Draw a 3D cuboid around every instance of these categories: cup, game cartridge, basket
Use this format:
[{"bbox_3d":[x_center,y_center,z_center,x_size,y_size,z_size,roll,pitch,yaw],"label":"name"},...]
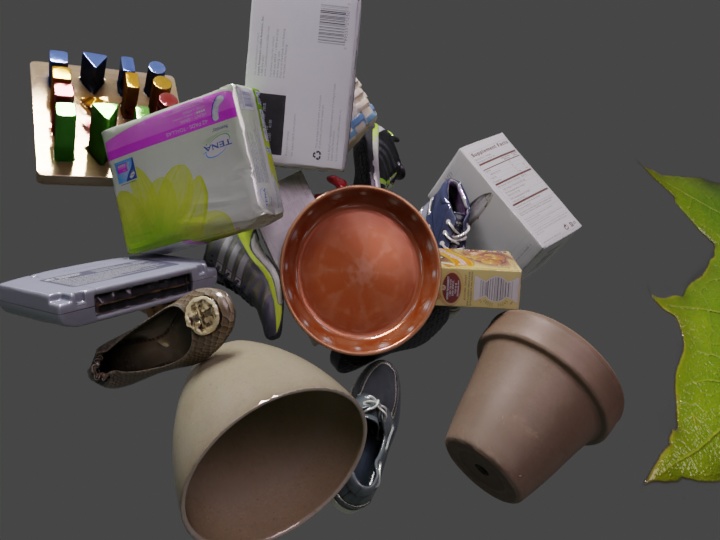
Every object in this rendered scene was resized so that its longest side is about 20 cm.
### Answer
[{"bbox_3d":[-0.111,0.155,0.722,0.197,0.204,0.143,-8,36,-31],"label":"cup"},{"bbox_3d":[-0.270,0.017,0.757,0.198,0.131,0.043,-17,105,-52],"label":"game cartridge"},{"bbox_3d":[-0.078,-0.256,1.024,0.138,0.176,0.201,-38,91,-13],"label":"basket"}]

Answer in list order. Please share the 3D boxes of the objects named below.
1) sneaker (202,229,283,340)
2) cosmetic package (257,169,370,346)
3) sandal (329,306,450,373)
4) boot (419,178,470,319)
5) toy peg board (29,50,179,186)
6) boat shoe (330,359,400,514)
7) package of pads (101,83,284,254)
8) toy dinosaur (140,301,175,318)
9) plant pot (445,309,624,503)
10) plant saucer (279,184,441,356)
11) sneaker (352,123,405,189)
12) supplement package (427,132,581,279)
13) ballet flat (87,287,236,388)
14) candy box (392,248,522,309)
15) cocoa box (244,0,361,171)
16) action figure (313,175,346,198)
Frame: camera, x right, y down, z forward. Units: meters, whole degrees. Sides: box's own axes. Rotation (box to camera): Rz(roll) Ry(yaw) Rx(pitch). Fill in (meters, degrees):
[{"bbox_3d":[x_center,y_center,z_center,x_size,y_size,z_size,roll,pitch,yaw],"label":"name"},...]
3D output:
[{"bbox_3d":[-0.154,0.003,0.884,0.080,0.074,0.202,-21,66,-19],"label":"sneaker"},{"bbox_3d":[-0.067,-0.014,0.886,0.081,0.051,0.203,-25,87,-7],"label":"cosmetic package"},{"bbox_3d":[0.039,0.072,0.924,0.197,0.076,0.048,-16,47,-35],"label":"sandal"},{"bbox_3d":[0.126,-0.037,1.033,0.071,0.091,0.204,9,53,-21],"label":"boot"},{"bbox_3d":[-0.325,-0.221,0.930,0.196,0.098,0.203,-1,57,-28],"label":"toy peg board"},{"bbox_3d":[0.016,0.184,0.833,0.072,0.062,0.202,27,49,-7],"label":"boat shoe"},{"bbox_3d":[-0.194,-0.108,0.813,0.068,0.196,0.158,-12,89,-69],"label":"package of pads"},{"bbox_3d":[-0.228,0.044,0.800,0.196,0.106,0.062,11,75,30],"label":"toy dinosaur"},{"bbox_3d":[0.195,0.180,0.867,0.200,0.201,0.175,42,67,7],"label":"plant pot"},{"bbox_3d":[0.000,0.000,0.851,0.195,0.032,0.206,1,85,-6],"label":"plant saucer"},{"bbox_3d":[0.036,-0.155,1.086,0.081,0.072,0.203,15,51,-18],"label":"sneaker"},{"bbox_3d":[0.224,-0.095,1.109,0.116,0.117,0.201,-25,69,-38],"label":"supplement package"},{"bbox_3d":[-0.209,0.073,0.715,0.046,0.197,0.069,4,65,-62],"label":"ballet flat"},{"bbox_3d":[0.107,0.007,0.934,0.195,0.057,0.116,3,13,3],"label":"candy box"},{"bbox_3d":[-0.072,-0.230,0.880,0.130,0.205,0.131,6,8,-1],"label":"cocoa box"},{"bbox_3d":[-0.054,-0.040,0.961,0.097,0.065,0.203,9,52,-29],"label":"action figure"}]
